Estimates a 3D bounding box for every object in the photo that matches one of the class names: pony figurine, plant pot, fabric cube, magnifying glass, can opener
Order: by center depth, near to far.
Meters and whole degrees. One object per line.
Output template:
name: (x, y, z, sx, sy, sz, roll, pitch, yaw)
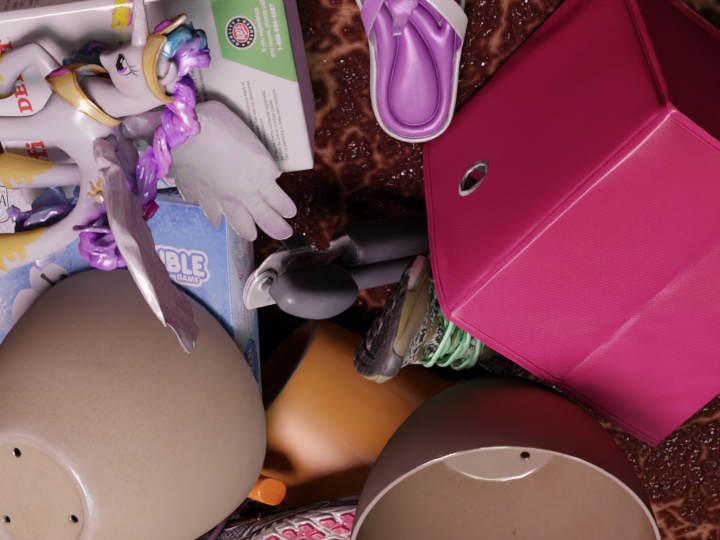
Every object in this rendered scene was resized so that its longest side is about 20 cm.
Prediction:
pony figurine: (-0.148, -0.061, 0.898, 0.199, 0.167, 0.194, -12, 120, 29)
fabric cube: (0.181, -0.047, 0.989, 0.199, 0.197, 0.199, 31, 123, -24)
plant pot: (0.092, 0.147, 0.995, 0.198, 0.135, 0.202, 1, 126, 1)
plant pot: (-0.182, 0.117, 0.995, 0.199, 0.134, 0.202, 11, 117, 22)
can opener: (0.000, 0.000, 1.048, 0.199, 0.067, 0.053, -16, 146, -45)
magnifying glass: (-0.126, 0.143, 1.117, 0.079, 0.199, 0.023, 25, 81, -40)
plant pot: (0.000, 0.139, 1.153, 0.183, 0.201, 0.200, 39, 120, -11)

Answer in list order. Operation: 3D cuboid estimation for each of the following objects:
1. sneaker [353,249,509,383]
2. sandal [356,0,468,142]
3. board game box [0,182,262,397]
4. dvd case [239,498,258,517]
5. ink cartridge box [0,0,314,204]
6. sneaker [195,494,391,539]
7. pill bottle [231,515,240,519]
sneaker: (0.062, 0.036, 0.998, 0.088, 0.200, 0.077, 33, 113, 8)
sandal: (0.035, -0.165, 0.979, 0.082, 0.050, 0.204, -9, 129, 5)
board game box: (-0.168, 0.030, 1.058, 0.198, 0.043, 0.201, 8, 115, 21)
dvd case: (-0.041, 0.228, 1.242, 0.018, 0.143, 0.200, -38, 123, 8)
ink cartridge box: (-0.137, -0.133, 0.975, 0.198, 0.084, 0.146, -7, 129, 3)
sneaker: (-0.066, 0.196, 1.073, 0.199, 0.075, 0.081, -24, 127, 29)
pill bottle: (-0.174, 0.214, 1.207, 0.112, 0.113, 0.200, -29, 145, 20)
